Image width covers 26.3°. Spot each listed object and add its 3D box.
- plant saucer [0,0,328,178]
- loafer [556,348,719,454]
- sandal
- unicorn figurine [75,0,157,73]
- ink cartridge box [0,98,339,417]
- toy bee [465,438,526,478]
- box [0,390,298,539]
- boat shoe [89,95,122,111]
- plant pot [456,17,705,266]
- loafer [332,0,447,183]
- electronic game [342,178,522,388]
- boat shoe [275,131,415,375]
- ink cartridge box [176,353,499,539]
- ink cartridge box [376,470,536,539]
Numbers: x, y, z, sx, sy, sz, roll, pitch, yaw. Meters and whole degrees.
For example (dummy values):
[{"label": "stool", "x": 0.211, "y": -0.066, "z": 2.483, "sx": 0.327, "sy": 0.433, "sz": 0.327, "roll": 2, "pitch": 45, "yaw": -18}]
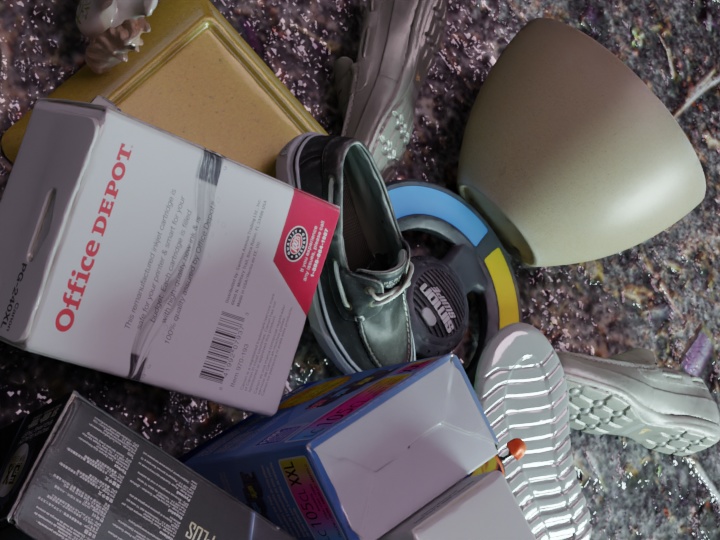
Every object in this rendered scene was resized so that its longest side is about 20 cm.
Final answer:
[{"label": "plant saucer", "x": -0.112, "y": -0.083, "z": 1.078, "sx": 0.200, "sy": 0.048, "sz": 0.200, "roll": 47, "pitch": 61, "yaw": -7}, {"label": "loafer", "x": 0.217, "y": 0.098, "z": 1.267, "sx": 0.200, "sy": 0.070, "sz": 0.070, "roll": 21, "pitch": 52, "yaw": -36}, {"label": "sandal", "x": 0.123, "y": 0.137, "z": 1.189, "sx": 0.082, "sy": 0.050, "sz": 0.203, "roll": -20, "pitch": 107, "yaw": -25}, {"label": "unicorn figurine", "x": -0.158, "y": -0.223, "z": 1.066, "sx": 0.074, "sy": 0.137, "sz": 0.200, "roll": 29, "pitch": 61, "yaw": -12}, {"label": "ink cartridge box", "x": -0.125, "y": -0.005, "z": 0.949, "sx": 0.200, "sy": 0.083, "sz": 0.146, "roll": 22, "pitch": 86, "yaw": -43}, {"label": "toy bee", "x": 0.073, "y": 0.165, "z": 1.075, "sx": 0.131, "sy": 0.108, "sz": 0.201, "roll": -94, "pitch": 162, "yaw": -73}, {"label": "box", "x": -0.142, "y": 0.175, "z": 0.915, "sx": 0.200, "sy": 0.164, "sz": 0.086, "roll": 37, "pitch": 55, "yaw": -21}, {"label": "boat shoe", "x": -0.197, "y": -0.015, "z": 0.974, "sx": 0.071, "sy": 0.070, "sz": 0.201, "roll": 37, "pitch": 75, "yaw": -13}, {"label": "plant pot", "x": 0.155, "y": -0.082, "z": 1.232, "sx": 0.134, "sy": 0.200, "sz": 0.200, "roll": -42, "pitch": 102, "yaw": -9}, {"label": "loafer", "x": 0.010, "y": -0.142, "z": 1.212, "sx": 0.070, "sy": 0.070, "sz": 0.201, "roll": 65, "pitch": 41, "yaw": -62}, {"label": "electronic game", "x": 0.051, "y": 0.028, "z": 1.180, "sx": 0.200, "sy": 0.042, "sz": 0.201, "roll": 11, "pitch": 72, "yaw": -38}, {"label": "boat shoe", "x": 0.000, "y": 0.000, "z": 1.070, "sx": 0.072, "sy": 0.071, "sz": 0.200, "roll": -36, "pitch": 115, "yaw": -33}, {"label": "ink cartridge box", "x": -0.031, "y": 0.124, "z": 0.993, "sx": 0.136, "sy": 0.200, "sz": 0.077, "roll": -28, "pitch": 96, "yaw": -39}, {"label": "ink cartridge box", "x": 0.036, "y": 0.223, "z": 0.979, "sx": 0.084, "sy": 0.200, "sz": 0.145, "roll": -27, "pitch": 90, "yaw": -36}]
